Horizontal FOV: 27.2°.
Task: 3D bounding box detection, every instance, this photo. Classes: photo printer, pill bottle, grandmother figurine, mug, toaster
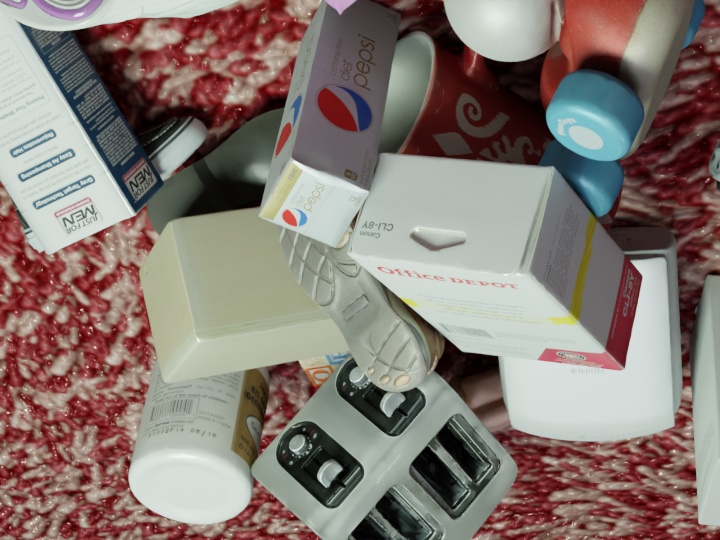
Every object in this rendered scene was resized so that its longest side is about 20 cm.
[{"bbox_3d":[0.203,0.063,1.330,0.164,0.070,0.202,-1,118,13],"label":"photo printer"},{"bbox_3d":[-0.144,0.124,1.392,0.113,0.201,0.115,4,138,3],"label":"pill bottle"},{"bbox_3d":[0.188,0.111,1.440,0.199,0.061,0.121,-20,140,31],"label":"grandmother figurine"},{"bbox_3d":[0.111,-0.093,1.166,0.199,0.135,0.177,25,146,-24],"label":"mug"},{"bbox_3d":[0.027,0.186,1.358,0.181,0.118,0.200,-47,132,-7],"label":"toaster"}]

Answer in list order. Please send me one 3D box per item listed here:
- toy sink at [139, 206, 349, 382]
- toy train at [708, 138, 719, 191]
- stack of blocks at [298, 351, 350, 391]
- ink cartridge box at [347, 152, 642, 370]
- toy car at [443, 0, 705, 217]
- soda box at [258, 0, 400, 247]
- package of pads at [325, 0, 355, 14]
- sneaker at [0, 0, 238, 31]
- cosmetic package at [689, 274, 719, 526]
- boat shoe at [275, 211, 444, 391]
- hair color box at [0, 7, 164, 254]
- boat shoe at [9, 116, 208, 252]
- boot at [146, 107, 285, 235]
[{"bbox_3d":[-0.071,0.010,1.248,0.198,0.113,0.130,-9,165,-22],"label":"toy sink"},{"bbox_3d":[0.368,-0.077,1.178,0.198,0.087,0.115,21,134,-16],"label":"toy train"},{"bbox_3d":[0.006,0.073,1.420,0.114,0.059,0.201,-9,136,17],"label":"stack of blocks"},{"bbox_3d":[0.104,-0.004,1.083,0.144,0.084,0.200,7,162,32],"label":"ink cartridge box"},{"bbox_3d":[0.127,-0.176,1.046,0.199,0.185,0.177,26,161,11],"label":"toy car"},{"bbox_3d":[-0.021,-0.118,1.104,0.063,0.201,0.068,21,137,-13],"label":"soda box"},{"bbox_3d":[0.005,-0.278,1.017,0.120,0.076,0.199,32,133,-27],"label":"package of pads"},{"bbox_3d":[-0.170,-0.208,1.106,0.198,0.076,0.100,-5,170,8],"label":"sneaker"},{"bbox_3d":[0.340,0.115,1.312,0.084,0.201,0.108,5,141,5],"label":"cosmetic package"},{"bbox_3d":[0.000,0.000,1.174,0.075,0.072,0.201,-31,86,35],"label":"boat shoe"},{"bbox_3d":[-0.254,-0.124,1.186,0.099,0.061,0.201,-20,108,28],"label":"hair color box"},{"bbox_3d":[-0.222,-0.086,1.267,0.199,0.072,0.071,-29,104,20],"label":"boat shoe"},{"bbox_3d":[-0.084,-0.089,1.261,0.198,0.075,0.074,-24,94,11],"label":"boot"}]
